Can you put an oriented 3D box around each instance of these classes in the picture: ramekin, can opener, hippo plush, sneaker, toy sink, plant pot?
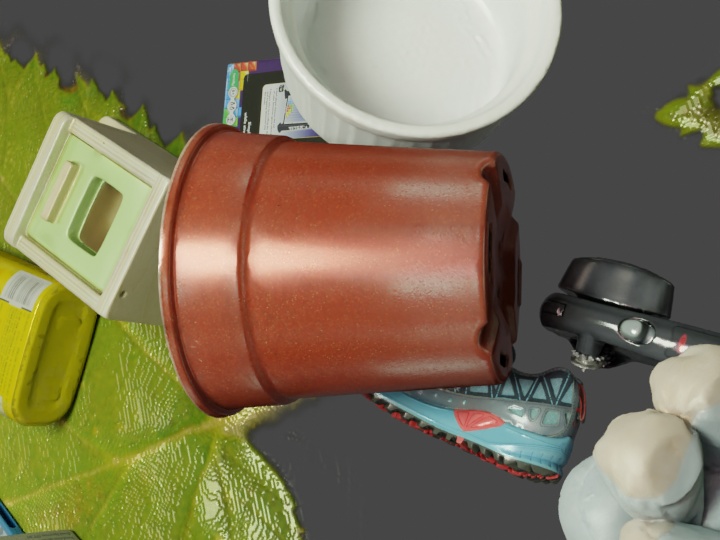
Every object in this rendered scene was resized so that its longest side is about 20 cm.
[{"bbox_3d":[0.034,-0.171,0.769,0.200,0.098,0.201,2,75,-6],"label":"ramekin"},{"bbox_3d":[0.209,0.048,0.695,0.200,0.063,0.079,22,94,33],"label":"can opener"},{"bbox_3d":[0.207,0.128,0.637,0.200,0.161,0.160,12,79,-10],"label":"hippo plush"},{"bbox_3d":[0.073,0.077,0.783,0.200,0.079,0.096,23,78,28],"label":"sneaker"},{"bbox_3d":[-0.227,-0.056,0.956,0.200,0.112,0.131,34,101,31],"label":"toy sink"},{"bbox_3d":[0.000,0.000,0.711,0.195,0.201,0.201,0,83,16],"label":"plant pot"}]

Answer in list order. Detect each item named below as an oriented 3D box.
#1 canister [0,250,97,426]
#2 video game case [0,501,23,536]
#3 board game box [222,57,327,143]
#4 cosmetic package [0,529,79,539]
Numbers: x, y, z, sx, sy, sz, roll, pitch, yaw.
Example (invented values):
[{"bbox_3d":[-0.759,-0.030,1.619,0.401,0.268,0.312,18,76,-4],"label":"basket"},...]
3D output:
[{"bbox_3d":[-0.358,0.052,1.040,0.200,0.087,0.149,18,93,31],"label":"canister"},{"bbox_3d":[-0.402,0.277,1.074,0.200,0.018,0.143,41,105,30],"label":"video game case"},{"bbox_3d":[-0.037,-0.073,0.873,0.165,0.057,0.200,1,83,30],"label":"board game box"},{"bbox_3d":[-0.244,0.314,0.920,0.200,0.105,0.071,37,102,29],"label":"cosmetic package"}]
